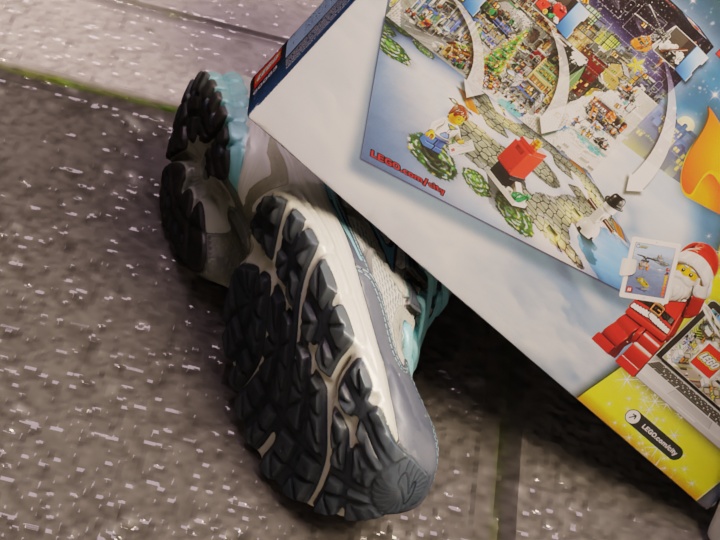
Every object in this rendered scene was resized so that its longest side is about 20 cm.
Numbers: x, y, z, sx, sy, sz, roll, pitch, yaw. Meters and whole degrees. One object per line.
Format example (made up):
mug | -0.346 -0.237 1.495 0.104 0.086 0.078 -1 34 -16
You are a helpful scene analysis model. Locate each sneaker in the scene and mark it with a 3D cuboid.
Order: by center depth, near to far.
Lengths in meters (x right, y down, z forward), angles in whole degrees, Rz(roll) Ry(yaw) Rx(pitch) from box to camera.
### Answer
sneaker | 0.000 0.000 0.777 0.086 0.078 0.201 3 38 -23

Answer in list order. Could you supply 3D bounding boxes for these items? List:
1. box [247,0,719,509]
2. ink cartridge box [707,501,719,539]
box | 0.083 -0.038 0.738 0.200 0.137 0.038 40 16 -15
ink cartridge box | 0.194 0.024 0.710 0.114 0.201 0.068 -3 40 -24
